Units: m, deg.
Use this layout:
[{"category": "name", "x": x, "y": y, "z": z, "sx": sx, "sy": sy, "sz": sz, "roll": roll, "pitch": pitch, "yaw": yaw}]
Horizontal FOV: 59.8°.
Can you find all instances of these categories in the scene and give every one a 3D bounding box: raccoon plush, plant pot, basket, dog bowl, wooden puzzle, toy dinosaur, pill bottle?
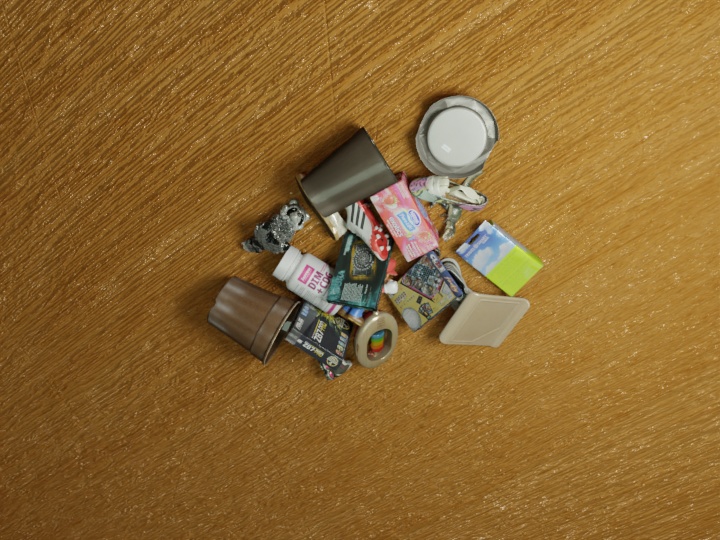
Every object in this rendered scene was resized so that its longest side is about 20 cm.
[{"category": "raccoon plush", "x": -0.231, "y": -0.124, "z": 1.675, "sx": 0.200, "sy": 0.134, "sz": 0.097, "roll": 3, "pitch": 135, "yaw": 40}, {"category": "plant pot", "x": -0.299, "y": 0.126, "z": 1.723, "sx": 0.198, "sy": 0.200, "sz": 0.201, "roll": 28, "pitch": 114, "yaw": 3}, {"category": "basket", "x": -0.033, "y": -0.228, "z": 1.521, "sx": 0.200, "sy": 0.181, "sz": 0.136, "roll": -33, "pitch": 141, "yaw": 8}, {"category": "dog bowl", "x": 0.234, "y": -0.327, "z": 1.524, "sx": 0.199, "sy": 0.059, "sz": 0.201, "roll": 3, "pitch": 113, "yaw": 7}, {"category": "wooden puzzle", "x": 0.330, "y": 0.131, "z": 1.679, "sx": 0.199, "sy": 0.037, "sz": 0.185, "roll": 10, "pitch": 127, "yaw": -28}, {"category": "toy dinosaur", "x": 0.232, "y": -0.177, "z": 1.599, "sx": 0.088, "sy": 0.047, "sz": 0.200, "roll": 20, "pitch": 110, "yaw": -6}, {"category": "pill bottle", "x": -0.130, "y": 0.024, "z": 1.689, "sx": 0.200, "sy": 0.113, "sz": 0.113, "roll": 32, "pitch": 113, "yaw": -7}]

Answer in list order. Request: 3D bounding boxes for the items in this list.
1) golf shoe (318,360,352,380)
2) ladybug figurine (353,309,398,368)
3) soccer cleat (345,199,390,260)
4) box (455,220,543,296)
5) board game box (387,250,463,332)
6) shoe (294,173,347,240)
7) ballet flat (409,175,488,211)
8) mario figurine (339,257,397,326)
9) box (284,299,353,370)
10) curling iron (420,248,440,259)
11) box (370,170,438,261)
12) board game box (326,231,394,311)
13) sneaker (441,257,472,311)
[{"category": "golf shoe", "x": -0.098, "y": 0.217, "z": 1.802, "sx": 0.088, "sy": 0.077, "sz": 0.200, "roll": -27, "pitch": 111, "yaw": -4}, {"category": "ladybug figurine", "x": 0.036, "y": 0.183, "z": 1.742, "sx": 0.135, "sy": 0.072, "sz": 0.200, "roll": -15, "pitch": 130, "yaw": -25}, {"category": "soccer cleat", "x": 0.009, "y": -0.110, "z": 1.618, "sx": 0.085, "sy": 0.069, "sz": 0.200, "roll": -29, "pitch": 81, "yaw": 29}, {"category": "box", "x": 0.361, "y": -0.037, "z": 1.638, "sx": 0.200, "sy": 0.048, "sz": 0.122, "roll": 37, "pitch": 113, "yaw": -10}, {"category": "board game box", "x": 0.164, "y": 0.058, "z": 1.640, "sx": 0.136, "sy": 0.035, "sz": 0.200, "roll": 56, "pitch": 137, "yaw": 12}, {"category": "shoe", "x": -0.101, "y": -0.173, "z": 1.634, "sx": 0.053, "sy": 0.070, "sz": 0.200, "roll": -36, "pitch": 105, "yaw": -9}, {"category": "ballet flat", "x": 0.221, "y": -0.194, "z": 1.529, "sx": 0.199, "sy": 0.071, "sz": 0.069, "roll": 15, "pitch": 73, "yaw": -12}, {"category": "mario figurine", "x": 0.039, "y": 0.056, "z": 1.684, "sx": 0.123, "sy": 0.106, "sz": 0.200, "roll": 34, "pitch": 91, "yaw": 21}, {"category": "box", "x": -0.107, "y": 0.165, "z": 1.701, "sx": 0.161, "sy": 0.200, "sz": 0.049, "roll": 33, "pitch": 115, "yaw": -6}, {"category": "curling iron", "x": 0.166, "y": 0.017, "z": 1.697, "sx": 0.049, "sy": 0.026, "sz": 0.200, "roll": 22, "pitch": 114, "yaw": 1}, {"category": "box", "x": 0.115, "y": -0.138, "z": 1.597, "sx": 0.095, "sy": 0.100, "sz": 0.200, "roll": -26, "pitch": 107, "yaw": 17}, {"category": "board game box", "x": 0.000, "y": 0.000, "z": 1.627, "sx": 0.135, "sy": 0.201, "sz": 0.028, "roll": 9, "pitch": 159, "yaw": 16}, {"category": "sneaker", "x": 0.260, "y": 0.074, "z": 1.661, "sx": 0.076, "sy": 0.115, "sz": 0.201, "roll": -24, "pitch": 108, "yaw": 16}]
